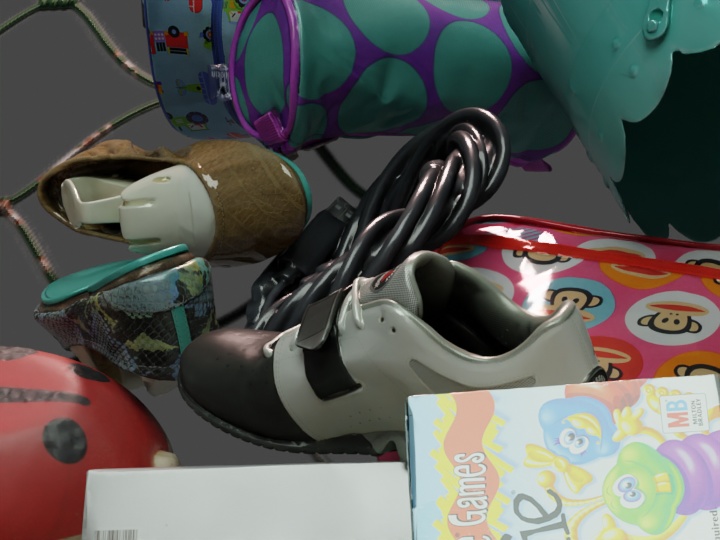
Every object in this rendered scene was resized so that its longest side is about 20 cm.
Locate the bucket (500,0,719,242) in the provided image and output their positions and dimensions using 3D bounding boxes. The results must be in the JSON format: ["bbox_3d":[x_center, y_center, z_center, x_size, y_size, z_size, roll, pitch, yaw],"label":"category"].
[{"bbox_3d":[0.176,-0.127,0.984,0.206,0.208,0.135,-22,61,-18],"label":"bucket"}]

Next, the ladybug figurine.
[{"bbox_3d":[-0.181,0.084,0.936,0.198,0.072,0.136,-2,36,8],"label":"ladybug figurine"}]

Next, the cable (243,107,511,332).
[{"bbox_3d":[0.000,0.000,0.962,0.163,0.051,0.200,-34,11,41],"label":"cable"}]

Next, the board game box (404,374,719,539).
[{"bbox_3d":[0.076,0.127,0.699,0.102,0.200,0.106,-4,62,5],"label":"board game box"}]

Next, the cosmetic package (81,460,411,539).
[{"bbox_3d":[-0.011,0.113,0.846,0.198,0.083,0.051,-2,65,7],"label":"cosmetic package"}]

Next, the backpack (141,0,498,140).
[{"bbox_3d":[-0.027,-0.160,1.136,0.134,0.184,0.200,21,41,30],"label":"backpack"}]

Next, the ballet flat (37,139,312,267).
[{"bbox_3d":[-0.108,-0.036,1.050,0.072,0.068,0.199,-14,17,-36],"label":"ballet flat"}]

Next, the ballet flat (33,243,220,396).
[{"bbox_3d":[-0.115,0.029,0.986,0.074,0.075,0.200,-20,4,-15],"label":"ballet flat"}]

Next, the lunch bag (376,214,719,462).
[{"bbox_3d":[0.117,0.041,0.935,0.198,0.083,0.176,8,35,21],"label":"lunch bag"}]

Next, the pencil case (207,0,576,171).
[{"bbox_3d":[0.026,-0.101,1.059,0.199,0.093,0.085,0,5,-35],"label":"pencil case"}]

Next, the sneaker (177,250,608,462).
[{"bbox_3d":[0.010,0.029,0.816,0.198,0.089,0.074,6,29,28],"label":"sneaker"}]
